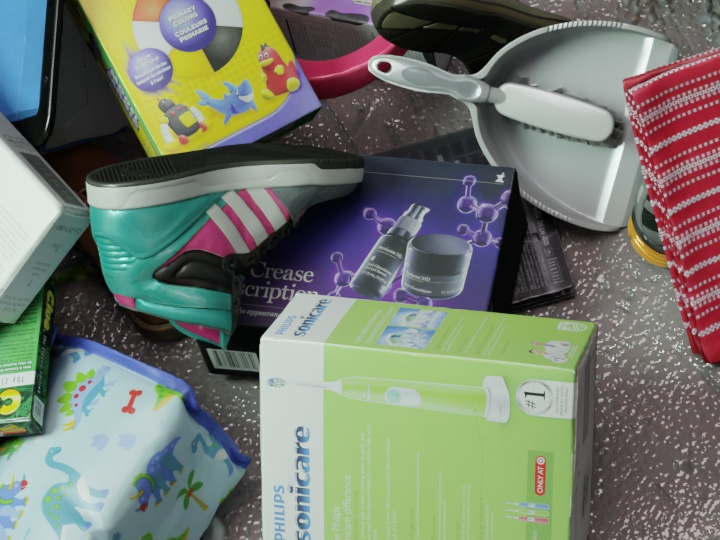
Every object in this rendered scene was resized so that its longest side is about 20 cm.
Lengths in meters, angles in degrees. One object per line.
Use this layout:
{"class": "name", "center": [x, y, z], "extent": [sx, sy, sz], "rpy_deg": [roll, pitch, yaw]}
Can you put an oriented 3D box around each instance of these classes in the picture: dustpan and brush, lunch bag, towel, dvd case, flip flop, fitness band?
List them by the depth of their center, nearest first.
{"class": "towel", "center": [0.260, -0.050, 1.564], "extent": [0.144, 0.201, 0.022], "rpy_deg": [-18, 17, 0]}
{"class": "lunch bag", "center": [-0.203, 0.133, 1.568], "extent": [0.199, 0.128, 0.170], "rpy_deg": [20, 67, 38]}
{"class": "dustpan and brush", "center": [0.103, -0.114, 1.630], "extent": [0.199, 0.057, 0.141], "rpy_deg": [16, 98, 4]}
{"class": "flip flop", "center": [0.078, -0.176, 1.658], "extent": [0.081, 0.199, 0.058], "rpy_deg": [-31, 63, 35]}
{"class": "dvd case", "center": [0.034, -0.020, 1.672], "extent": [0.199, 0.016, 0.149], "rpy_deg": [-15, 58, 1]}
{"class": "fitness band", "center": [-0.032, -0.209, 1.707], "extent": [0.143, 0.037, 0.201], "rpy_deg": [-24, 59, 0]}

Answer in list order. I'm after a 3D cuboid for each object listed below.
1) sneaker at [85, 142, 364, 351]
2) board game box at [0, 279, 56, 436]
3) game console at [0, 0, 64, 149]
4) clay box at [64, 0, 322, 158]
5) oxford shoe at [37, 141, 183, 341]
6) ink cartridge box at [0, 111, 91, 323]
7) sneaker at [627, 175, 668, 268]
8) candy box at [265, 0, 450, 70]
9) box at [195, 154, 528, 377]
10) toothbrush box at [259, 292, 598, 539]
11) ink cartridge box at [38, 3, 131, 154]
{"class": "sneaker", "center": [-0.082, -0.013, 1.547], "extent": [0.199, 0.122, 0.083], "rpy_deg": [-10, 17, -33]}
{"class": "board game box", "center": [-0.294, 0.064, 1.551], "extent": [0.199, 0.023, 0.105], "rpy_deg": [-6, 57, 15]}
{"class": "game console", "center": [-0.279, -0.177, 1.605], "extent": [0.175, 0.116, 0.202], "rpy_deg": [4, 81, -2]}
{"class": "clay box", "center": [-0.124, -0.166, 1.615], "extent": [0.114, 0.048, 0.201], "rpy_deg": [-29, 87, -14]}
{"class": "oxford shoe", "center": [-0.177, -0.042, 1.694], "extent": [0.071, 0.071, 0.200], "rpy_deg": [-37, 57, -10]}
{"class": "ink cartridge box", "center": [-0.288, -0.034, 1.555], "extent": [0.200, 0.043, 0.174], "rpy_deg": [46, 106, 24]}
{"class": "sneaker", "center": [0.277, -0.052, 1.610], "extent": [0.199, 0.077, 0.079], "rpy_deg": [-12, 55, 0]}
{"class": "candy box", "center": [-0.015, -0.236, 1.780], "extent": [0.199, 0.072, 0.169], "rpy_deg": [12, 63, 17]}
{"class": "box", "center": [0.000, 0.000, 1.613], "extent": [0.199, 0.079, 0.142], "rpy_deg": [5, 58, 14]}
{"class": "toothbrush box", "center": [0.043, 0.104, 1.509], "extent": [0.199, 0.147, 0.086], "rpy_deg": [4, 21, 13]}
{"class": "ink cartridge box", "center": [-0.233, -0.200, 1.743], "extent": [0.076, 0.137, 0.200], "rpy_deg": [-14, 43, -21]}
